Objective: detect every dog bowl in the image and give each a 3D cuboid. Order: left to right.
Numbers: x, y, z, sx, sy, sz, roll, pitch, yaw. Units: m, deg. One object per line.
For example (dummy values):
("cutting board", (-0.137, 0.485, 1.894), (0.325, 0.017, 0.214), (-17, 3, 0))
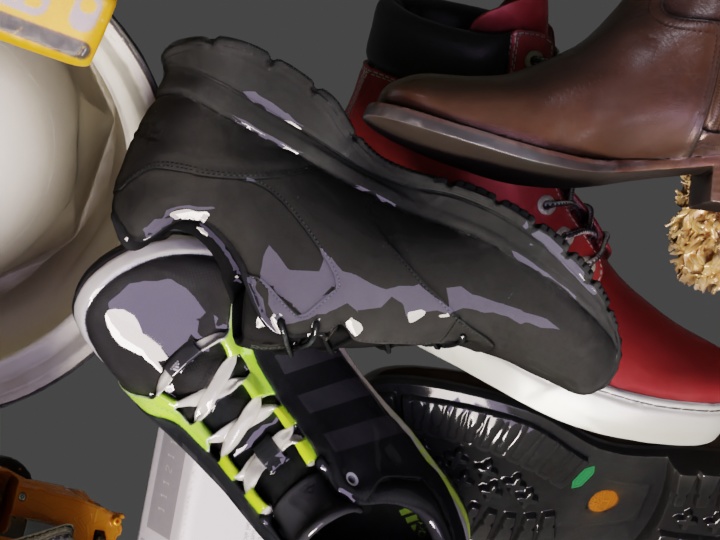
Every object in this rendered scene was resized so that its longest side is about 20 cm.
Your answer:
("dog bowl", (-0.171, -0.047, 0.780), (0.198, 0.074, 0.202), (-4, 117, -7))

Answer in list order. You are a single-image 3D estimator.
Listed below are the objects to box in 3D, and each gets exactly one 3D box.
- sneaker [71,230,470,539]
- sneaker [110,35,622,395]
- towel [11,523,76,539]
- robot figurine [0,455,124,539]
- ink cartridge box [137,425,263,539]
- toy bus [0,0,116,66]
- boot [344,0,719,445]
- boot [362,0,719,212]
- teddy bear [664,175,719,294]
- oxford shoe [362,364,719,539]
("sneaker", (-0.022, 0.064, 0.771), (0.200, 0.083, 0.072), (41, 102, -20))
("sneaker", (0.000, 0.000, 0.745), (0.199, 0.076, 0.091), (29, 75, -5))
("towel", (-0.189, 0.157, 0.769), (0.191, 0.035, 0.200), (-19, 156, -14))
("robot figurine", (-0.199, 0.087, 0.791), (0.199, 0.144, 0.059), (17, 83, -37))
("ink cartridge box", (-0.017, 0.159, 0.886), (0.175, 0.045, 0.202), (9, 94, -33))
("toy bus", (-0.108, -0.138, 0.675), (0.065, 0.200, 0.079), (21, 111, -18))
("boot", (0.081, -0.026, 0.815), (0.199, 0.072, 0.145), (25, 108, 0))
("boot", (0.101, -0.129, 0.762), (0.185, 0.064, 0.202), (8, 87, -13))
("teddy bear", (0.189, -0.038, 0.849), (0.144, 0.067, 0.202), (-7, 117, -9))
("oxford shoe", (0.080, 0.070, 0.875), (0.198, 0.085, 0.073), (15, 126, -20))
